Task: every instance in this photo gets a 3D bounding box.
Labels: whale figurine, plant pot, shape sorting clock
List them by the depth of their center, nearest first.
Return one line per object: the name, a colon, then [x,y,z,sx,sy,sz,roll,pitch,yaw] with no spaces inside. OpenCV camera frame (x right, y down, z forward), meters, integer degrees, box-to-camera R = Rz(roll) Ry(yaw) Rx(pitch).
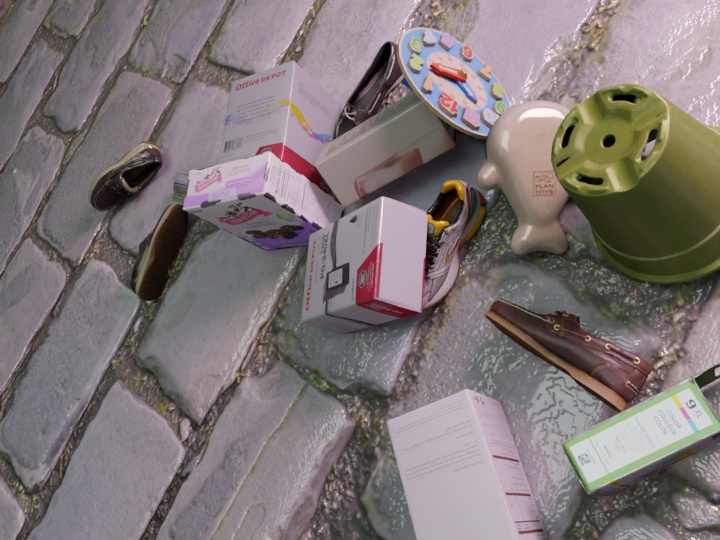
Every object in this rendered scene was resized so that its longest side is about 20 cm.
plant pot: [0.307,-0.106,0.672,0.200,0.190,0.201,-21,59,41]
whale figurine: [0.230,-0.120,0.818,0.159,0.104,0.201,-4,92,-1]
shape sorting clock: [0.138,-0.270,0.869,0.039,0.200,0.200,-42,50,49]

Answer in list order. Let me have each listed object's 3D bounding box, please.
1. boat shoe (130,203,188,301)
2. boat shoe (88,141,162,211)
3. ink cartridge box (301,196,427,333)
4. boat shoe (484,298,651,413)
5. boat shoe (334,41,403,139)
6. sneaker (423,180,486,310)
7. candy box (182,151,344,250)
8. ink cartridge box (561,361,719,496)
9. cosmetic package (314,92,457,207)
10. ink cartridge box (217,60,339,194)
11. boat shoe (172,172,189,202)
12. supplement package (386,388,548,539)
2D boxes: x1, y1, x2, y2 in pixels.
boat shoe: [-0.405,-0.042,1.207,0.065,0.073,0.200,19,84,31]
boat shoe: [-0.509,-0.195,1.323,0.200,0.073,0.065,-41,52,13]
ink cartridge box: [0.000,0.000,0.876,0.200,0.083,0.146,-22,59,53]
boat shoe: [0.247,0.086,0.742,0.200,0.070,0.070,35,89,30]
boat shoe: [0.008,-0.298,1.042,0.067,0.057,0.200,38,95,36]
sneaker: [0.103,-0.039,0.870,0.078,0.082,0.200,21,86,36]
candy box: [-0.151,-0.103,0.986,0.167,0.200,0.072,-5,70,32]
ink cartridge box: [0.321,0.166,0.639,0.200,0.104,0.059,-35,58,17]
cosmetic package: [0.041,-0.192,0.941,0.200,0.087,0.103,-25,24,24]
ink cartridge box: [-0.138,-0.224,1.055,0.145,0.145,0.201,-5,70,32]
boat shoe: [-0.300,-0.144,1.189,0.200,0.072,0.062,21,102,44]
supplement package: [0.128,0.260,0.721,0.117,0.117,0.200,-27,60,21]
